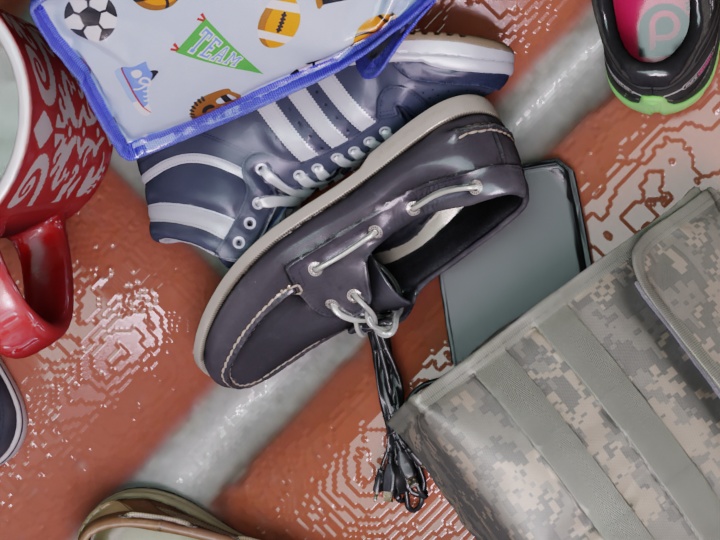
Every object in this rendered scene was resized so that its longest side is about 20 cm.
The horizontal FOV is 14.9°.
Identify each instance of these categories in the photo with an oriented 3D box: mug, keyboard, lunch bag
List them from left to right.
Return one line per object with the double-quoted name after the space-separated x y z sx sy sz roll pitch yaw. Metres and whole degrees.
-0.197 -0.050 1.333 0.133 0.200 0.178 2 91 9 "mug"
-0.047 -0.165 1.315 0.200 0.170 0.124 -24 129 10 "lunch bag"
0.061 0.051 1.382 0.127 0.021 0.201 -9 88 4 "keyboard"
0.143 0.073 1.313 0.200 0.118 0.164 -36 86 -12 "lunch bag"

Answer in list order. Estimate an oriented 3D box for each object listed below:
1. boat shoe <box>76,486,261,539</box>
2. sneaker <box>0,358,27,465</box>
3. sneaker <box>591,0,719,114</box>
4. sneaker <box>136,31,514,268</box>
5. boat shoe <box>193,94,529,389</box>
-0.053 0.169 1.373 0.200 0.074 0.076 18 93 9 "boat shoe"
-0.243 0.015 1.404 0.078 0.079 0.200 -38 83 8 "sneaker"
0.146 -0.177 1.333 0.077 0.084 0.201 -5 90 9 "sneaker"
-0.018 -0.058 1.368 0.200 0.070 0.109 -5 86 16 "sneaker"
0.000 0.000 1.342 0.200 0.073 0.063 -42 58 16 "boat shoe"
